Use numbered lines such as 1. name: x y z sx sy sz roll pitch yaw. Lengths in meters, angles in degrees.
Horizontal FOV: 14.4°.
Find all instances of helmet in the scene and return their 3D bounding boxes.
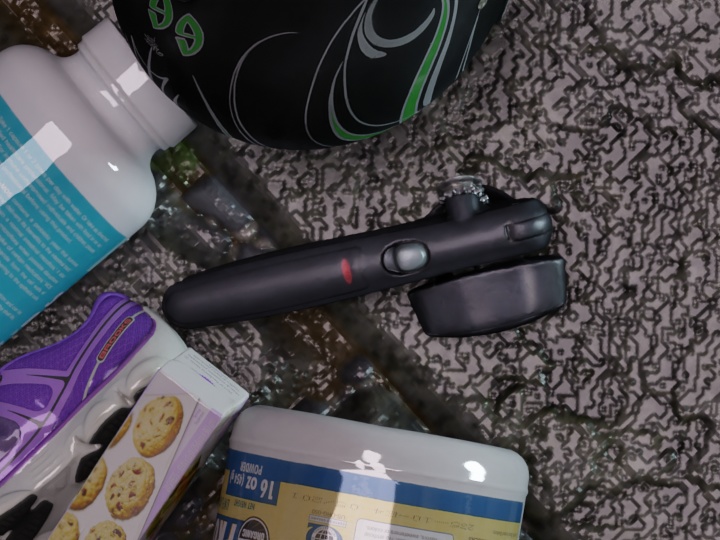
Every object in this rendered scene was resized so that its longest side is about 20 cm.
1. helmet: -0.022 -0.151 1.339 0.199 0.191 0.201 4 66 -8

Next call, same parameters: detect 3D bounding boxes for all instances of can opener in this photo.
1. can opener: 0.000 0.000 1.397 0.199 0.063 0.079 -8 86 4

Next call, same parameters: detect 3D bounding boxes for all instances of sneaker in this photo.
1. sneaker: -0.169 0.092 1.412 0.200 0.081 0.083 -42 60 1

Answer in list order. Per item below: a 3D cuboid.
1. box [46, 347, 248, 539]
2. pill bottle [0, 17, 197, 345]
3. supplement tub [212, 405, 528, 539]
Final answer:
1. box: -0.123 0.126 1.374 0.041 0.039 0.200 38 113 7
2. pill bottle: -0.177 -0.033 1.391 0.200 0.111 0.111 -39 84 2
3. supplement tub: -0.006 0.172 1.344 0.144 0.145 0.201 10 86 6
